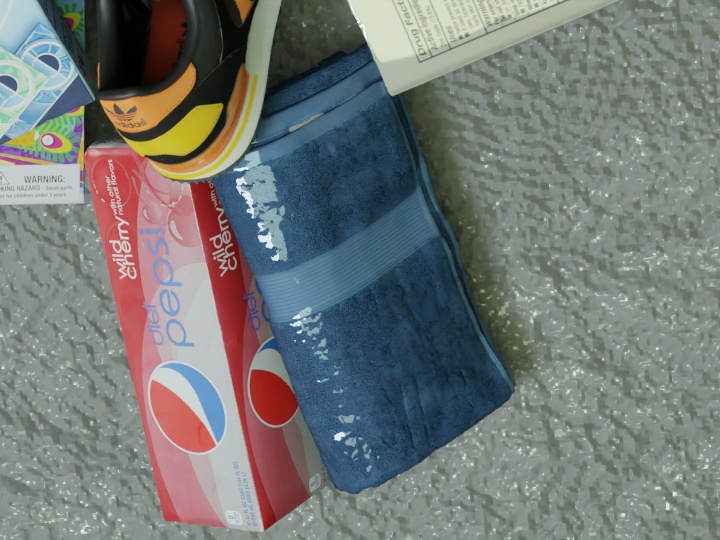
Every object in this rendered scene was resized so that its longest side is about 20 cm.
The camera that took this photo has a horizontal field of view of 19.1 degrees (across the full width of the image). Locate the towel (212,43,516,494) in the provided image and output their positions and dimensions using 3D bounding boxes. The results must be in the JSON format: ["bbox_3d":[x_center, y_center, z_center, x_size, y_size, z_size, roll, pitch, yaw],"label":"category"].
[{"bbox_3d":[0.000,0.000,1.032,0.048,0.111,0.201,2,117,51],"label":"towel"}]

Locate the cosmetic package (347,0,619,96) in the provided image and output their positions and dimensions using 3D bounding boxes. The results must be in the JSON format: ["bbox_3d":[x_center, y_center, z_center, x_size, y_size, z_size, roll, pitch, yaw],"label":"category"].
[{"bbox_3d":[0.086,-0.171,0.981,0.199,0.087,0.104,-21,106,10],"label":"cosmetic package"}]

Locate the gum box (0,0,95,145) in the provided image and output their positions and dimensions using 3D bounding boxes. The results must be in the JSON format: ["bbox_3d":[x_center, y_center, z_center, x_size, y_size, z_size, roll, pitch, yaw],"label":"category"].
[{"bbox_3d":[-0.238,-0.125,0.943,0.169,0.045,0.200,-26,123,5],"label":"gum box"}]

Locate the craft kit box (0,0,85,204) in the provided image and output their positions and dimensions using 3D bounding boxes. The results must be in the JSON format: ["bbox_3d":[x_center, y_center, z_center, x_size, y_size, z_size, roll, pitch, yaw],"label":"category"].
[{"bbox_3d":[-0.227,-0.123,0.999,0.199,0.049,0.198,-2,120,-10],"label":"craft kit box"}]

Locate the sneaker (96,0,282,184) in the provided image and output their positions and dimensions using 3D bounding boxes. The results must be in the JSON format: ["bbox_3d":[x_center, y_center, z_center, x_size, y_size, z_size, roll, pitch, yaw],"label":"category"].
[{"bbox_3d":[-0.078,-0.146,0.961,0.070,0.090,0.201,-2,72,23],"label":"sneaker"}]

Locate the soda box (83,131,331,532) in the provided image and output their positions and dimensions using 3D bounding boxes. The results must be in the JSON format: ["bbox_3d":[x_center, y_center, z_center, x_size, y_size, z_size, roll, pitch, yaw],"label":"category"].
[{"bbox_3d":[-0.074,0.025,1.057,0.070,0.063,0.201,1,110,36],"label":"soda box"}]
